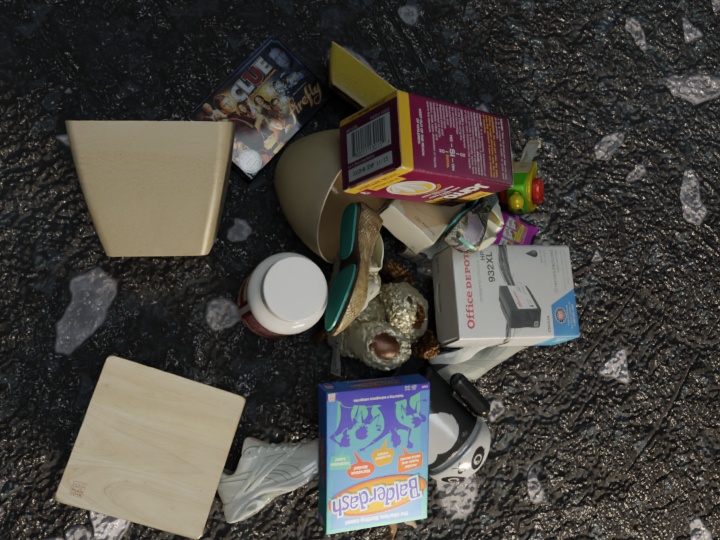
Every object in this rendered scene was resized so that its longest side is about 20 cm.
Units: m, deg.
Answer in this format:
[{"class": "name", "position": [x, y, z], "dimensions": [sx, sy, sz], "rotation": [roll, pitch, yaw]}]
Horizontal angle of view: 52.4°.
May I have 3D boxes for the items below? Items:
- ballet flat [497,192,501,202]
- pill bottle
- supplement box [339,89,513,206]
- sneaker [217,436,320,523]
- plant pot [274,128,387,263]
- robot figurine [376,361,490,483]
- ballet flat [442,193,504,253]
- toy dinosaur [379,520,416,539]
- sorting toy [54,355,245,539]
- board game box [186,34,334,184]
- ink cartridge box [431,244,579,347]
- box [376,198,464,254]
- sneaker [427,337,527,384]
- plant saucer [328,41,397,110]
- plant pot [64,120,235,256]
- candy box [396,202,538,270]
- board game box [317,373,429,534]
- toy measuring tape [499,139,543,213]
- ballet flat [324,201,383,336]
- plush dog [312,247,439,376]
[{"class": "ballet flat", "position": [0.190, -0.193, 1.221], "dimensions": [0.200, 0.069, 0.070], "rotation": [42, 74, -7]}, {"class": "pill bottle", "position": [-0.109, 0.037, 1.035], "dimensions": [0.112, 0.200, 0.114], "rotation": [2, 82, -15]}, {"class": "supplement box", "position": [0.088, -0.156, 0.979], "dimensions": [0.199, 0.131, 0.104], "rotation": [3, 79, -35]}, {"class": "sneaker", "position": [-0.125, 0.275, 1.049], "dimensions": [0.199, 0.078, 0.100], "rotation": [-30, 81, -1]}, {"class": "plant pot", "position": [-0.050, -0.130, 1.098], "dimensions": [0.134, 0.201, 0.201], "rotation": [30, 73, 25]}, {"class": "robot figurine", "position": [0.105, 0.229, 1.108], "dimensions": [0.200, 0.150, 0.125], "rotation": [45, 59, -5]}, {"class": "ballet flat", "position": [0.178, -0.072, 1.094], "dimensions": [0.072, 0.072, 0.200], "rotation": [50, 32, -4]}, {"class": "toy dinosaur", "position": [0.024, 0.313, 1.093], "dimensions": [0.199, 0.086, 0.136], "rotation": [32, 78, -7]}, {"class": "sorting toy", "position": [-0.289, 0.244, 1.025], "dimensions": [0.199, 0.070, 0.200], "rotation": [20, 77, -12]}, {"class": "board game box", "position": [-0.156, -0.254, 1.148], "dimensions": [0.135, 0.035, 0.200], "rotation": [42, 74, -6]}, {"class": "ink cartridge box", "position": [0.220, 0.039, 1.118], "dimensions": [0.198, 0.084, 0.146], "rotation": [0, 77, -15]}, {"class": "box", "position": [0.121, -0.133, 1.123], "dimensions": [0.095, 0.078, 0.200], "rotation": [39, 71, -7]}, {"class": "sneaker", "position": [0.195, 0.134, 1.184], "dimensions": [0.199, 0.074, 0.080], "rotation": [-14, 110, -19]}, {"class": "plant saucer", "position": [0.022, -0.262, 1.128], "dimensions": [0.199, 0.200, 0.049], "rotation": [36, 96, -8]}, {"class": "plant pot", "position": [-0.274, -0.116, 1.012], "dimensions": [0.198, 0.200, 0.179], "rotation": [-2, 101, -7]}, {"class": "candy box", "position": [0.176, -0.050, 1.199], "dimensions": [0.199, 0.061, 0.137], "rotation": [26, 75, -11]}, {"class": "board game box", "position": [0.018, 0.251, 1.009], "dimensions": [0.151, 0.045, 0.202], "rotation": [-3, 101, -19]}, {"class": "toy measuring tape", "position": [0.276, -0.148, 1.221], "dimensions": [0.073, 0.074, 0.200], "rotation": [41, 40, -7]}, {"class": "ballet flat", "position": [0.000, 0.000, 0.999], "dimensions": [0.065, 0.070, 0.201], "rotation": [22, 65, -25]}, {"class": "plush dog", "position": [0.032, 0.071, 1.112], "dimensions": [0.171, 0.160, 0.201], "rotation": [-2, 62, -34]}]
